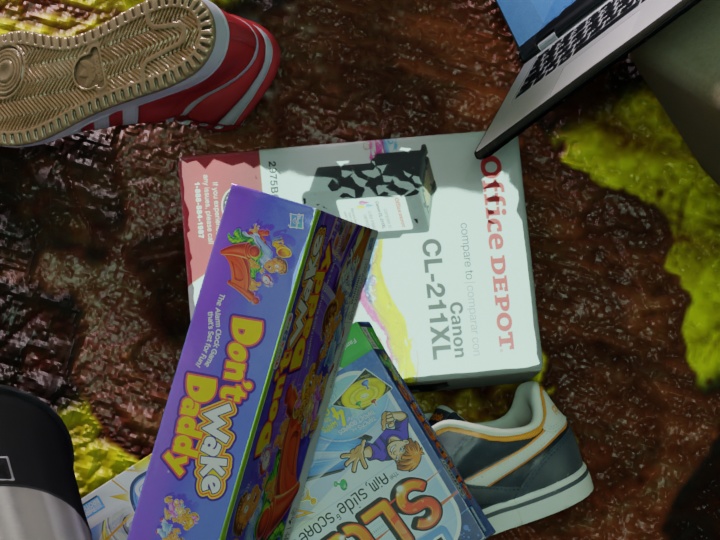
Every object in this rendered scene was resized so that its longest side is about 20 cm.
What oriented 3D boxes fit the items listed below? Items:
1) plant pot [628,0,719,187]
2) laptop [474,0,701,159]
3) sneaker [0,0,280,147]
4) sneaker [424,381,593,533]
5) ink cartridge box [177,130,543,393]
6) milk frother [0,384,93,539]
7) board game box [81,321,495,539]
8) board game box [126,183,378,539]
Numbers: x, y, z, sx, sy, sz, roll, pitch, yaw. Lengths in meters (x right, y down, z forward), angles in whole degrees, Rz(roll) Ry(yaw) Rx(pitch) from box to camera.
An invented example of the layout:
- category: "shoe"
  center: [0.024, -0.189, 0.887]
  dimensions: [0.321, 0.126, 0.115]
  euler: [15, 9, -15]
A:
- category: "plant pot"
  center: [0.270, -0.117, 0.962]
  dimensions: [0.200, 0.200, 0.177]
  euler: [-50, 42, -8]
- category: "laptop"
  center: [0.121, -0.194, 0.964]
  dimensions: [0.116, 0.200, 0.187]
  euler: [46, 126, -11]
- category: "sneaker"
  center: [-0.144, -0.113, 1.035]
  dimensions: [0.200, 0.112, 0.071]
  euler: [-10, 83, 27]
- category: "sneaker"
  center: [0.031, 0.128, 0.989]
  dimensions: [0.200, 0.078, 0.080]
  euler: [-22, 97, -13]
- category: "ink cartridge box"
  center: [0.000, 0.000, 1.006]
  dimensions: [0.199, 0.083, 0.146]
  euler: [-6, 82, -2]
- category: "milk frother"
  center: [-0.192, 0.199, 0.863]
  dimensions: [0.180, 0.200, 0.188]
  euler: [-28, 40, -1]
- category: "board game box"
  center: [-0.046, 0.137, 0.932]
  dimensions: [0.200, 0.034, 0.136]
  euler: [-34, 81, 10]
- category: "board game box"
  center: [-0.053, 0.065, 0.850]
  dimensions: [0.045, 0.134, 0.201]
  euler: [16, 91, 13]
